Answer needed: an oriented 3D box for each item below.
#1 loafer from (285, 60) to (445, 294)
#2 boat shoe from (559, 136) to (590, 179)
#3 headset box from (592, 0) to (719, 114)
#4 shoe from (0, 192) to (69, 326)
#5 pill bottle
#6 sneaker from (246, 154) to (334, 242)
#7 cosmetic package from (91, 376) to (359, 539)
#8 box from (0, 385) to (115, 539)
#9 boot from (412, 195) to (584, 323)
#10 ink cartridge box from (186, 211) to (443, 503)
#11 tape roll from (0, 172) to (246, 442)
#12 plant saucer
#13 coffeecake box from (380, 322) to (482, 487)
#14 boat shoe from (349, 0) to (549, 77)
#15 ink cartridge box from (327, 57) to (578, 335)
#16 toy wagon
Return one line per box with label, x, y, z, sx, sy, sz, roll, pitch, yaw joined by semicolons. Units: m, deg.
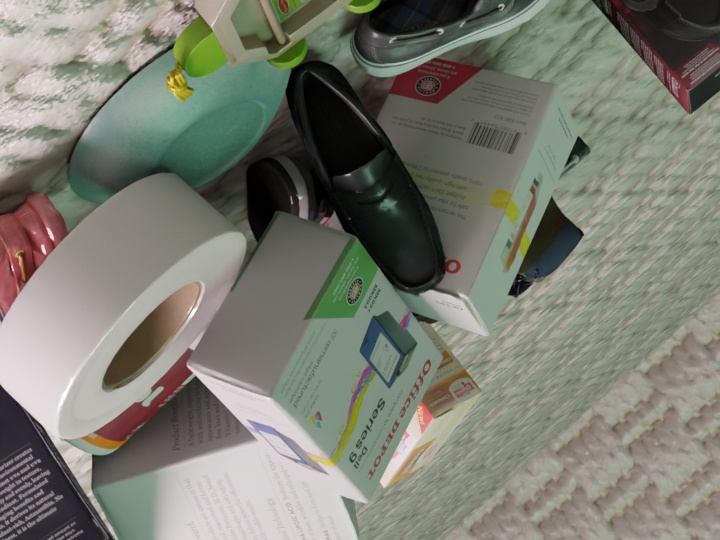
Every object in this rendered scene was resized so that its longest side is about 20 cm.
loafer;0.001;-0.070;1.413;0.068;0.201;0.070;-30;180;5
boat shoe;0.133;-0.055;1.703;0.199;0.068;0.074;-48;-175;-5
headset box;0.284;-0.244;1.539;0.149;0.200;0.077;-37;164;3
shoe;-0.247;0.014;1.351;0.091;0.072;0.200;-31;159;-13
pill bottle;-0.180;0.051;1.515;0.200;0.113;0.113;-43;162;16
sneaker;-0.028;-0.067;1.561;0.120;0.084;0.200;-29;169;-13
cosmetic package;-0.123;0.161;1.638;0.199;0.165;0.165;-15;130;6
box;-0.292;0.192;1.505;0.123;0.199;0.200;-32;162;-10
boot;0.124;-0.006;1.594;0.200;0.097;0.075;-54;-172;-33
ink cartridge box;-0.030;0.072;1.436;0.146;0.087;0.200;-61;147;-18
tape roll;-0.175;0.027;1.334;0.203;0.071;0.203;-47;169;-12
plant saucer;-0.122;-0.104;1.354;0.201;0.039;0.201;-35;162;-13
coffeecake box;0.016;0.099;1.887;0.073;0.200;0.154;-26;159;-34
boat shoe;0.081;-0.221;1.428;0.199;0.070;0.066;-26;162;-13
ink cartridge box;0.072;-0.064;1.512;0.201;0.145;0.083;-65;152;-17
toy wagon;-0.058;-0.192;1.242;0.200;0.040;0.155;-37;160;-5
